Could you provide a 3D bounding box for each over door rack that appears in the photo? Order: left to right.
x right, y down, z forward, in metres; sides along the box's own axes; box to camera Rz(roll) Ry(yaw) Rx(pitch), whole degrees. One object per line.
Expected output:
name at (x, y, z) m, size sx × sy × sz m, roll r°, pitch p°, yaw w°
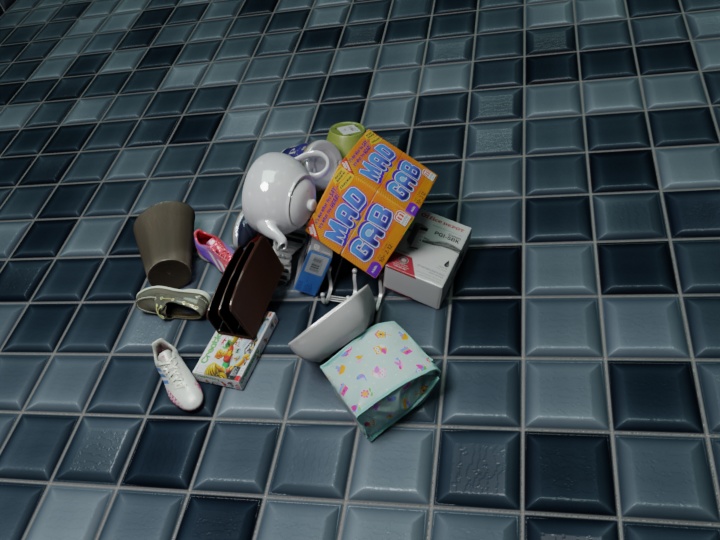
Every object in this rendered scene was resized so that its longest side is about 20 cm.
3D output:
over door rack at (0.000, 0.000, 1.734) m, size 0.145 × 0.067 × 0.202 m, roll 7°, pitch 49°, yaw 21°

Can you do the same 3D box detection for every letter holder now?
letter holder at (-0.274, 0.029, 1.658) m, size 0.098 × 0.143 × 0.203 m, roll 7°, pitch 58°, yaw 22°

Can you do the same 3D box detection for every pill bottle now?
pill bottle at (-0.145, -0.254, 1.815) m, size 0.198 × 0.121 × 0.120 m, roll -1°, pitch 40°, yaw 50°

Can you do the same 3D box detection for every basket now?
basket at (-0.505, -0.058, 1.892) m, size 0.178 × 0.137 × 0.202 m, roll -27°, pitch 48°, yaw 7°

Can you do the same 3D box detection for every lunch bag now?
lunch bag at (0.045, 0.213, 1.476) m, size 0.198 × 0.123 × 0.170 m, roll -35°, pitch 46°, yaw -11°

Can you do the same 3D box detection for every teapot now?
teapot at (-0.162, -0.167, 1.628) m, size 0.143 × 0.205 × 0.197 m, roll 14°, pitch 16°, yaw 22°

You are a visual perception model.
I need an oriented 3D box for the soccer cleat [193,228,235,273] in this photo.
soccer cleat at (-0.362, -0.045, 1.876) m, size 0.198 × 0.074 × 0.068 m, roll 27°, pitch 58°, yaw 35°

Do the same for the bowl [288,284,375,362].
bowl at (-0.050, 0.121, 1.553) m, size 0.198 × 0.075 × 0.200 m, roll -35°, pitch -1°, yaw 10°

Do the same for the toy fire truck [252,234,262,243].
toy fire truck at (-0.230, -0.125, 1.902) m, size 0.195 × 0.114 × 0.169 m, roll -10°, pitch 29°, yaw 5°

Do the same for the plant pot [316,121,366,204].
plant pot at (-0.031, -0.274, 1.884) m, size 0.182 × 0.204 × 0.189 m, roll -1°, pitch 33°, yaw 1°

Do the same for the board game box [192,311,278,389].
board game box at (-0.285, 0.174, 1.668) m, size 0.124 × 0.035 × 0.202 m, roll 6°, pitch 49°, yaw 22°

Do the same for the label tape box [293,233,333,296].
label tape box at (-0.104, -0.063, 1.763) m, size 0.062 × 0.145 × 0.203 m, roll 17°, pitch 45°, yaw -10°

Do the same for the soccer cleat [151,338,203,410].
soccer cleat at (-0.416, 0.230, 1.614) m, size 0.069 × 0.087 × 0.200 m, roll -32°, pitch 47°, yaw -17°

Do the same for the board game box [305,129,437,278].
board game box at (0.027, -0.154, 1.663) m, size 0.198 × 0.201 × 0.201 m, roll 33°, pitch 39°, yaw 0°

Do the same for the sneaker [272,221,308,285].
sneaker at (-0.184, -0.065, 1.779) m, size 0.074 × 0.203 × 0.082 m, roll 18°, pitch 26°, yaw -18°

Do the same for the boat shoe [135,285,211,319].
boat shoe at (-0.468, 0.084, 1.782) m, size 0.197 × 0.073 × 0.061 m, roll 1°, pitch 41°, yaw 11°

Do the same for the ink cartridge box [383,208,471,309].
ink cartridge box at (0.157, -0.032, 1.687) m, size 0.144 × 0.084 × 0.202 m, roll 21°, pitch 54°, yaw 13°

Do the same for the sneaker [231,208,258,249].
sneaker at (-0.227, -0.129, 1.758) m, size 0.106 × 0.071 × 0.203 m, roll 16°, pitch 63°, yaw 21°
